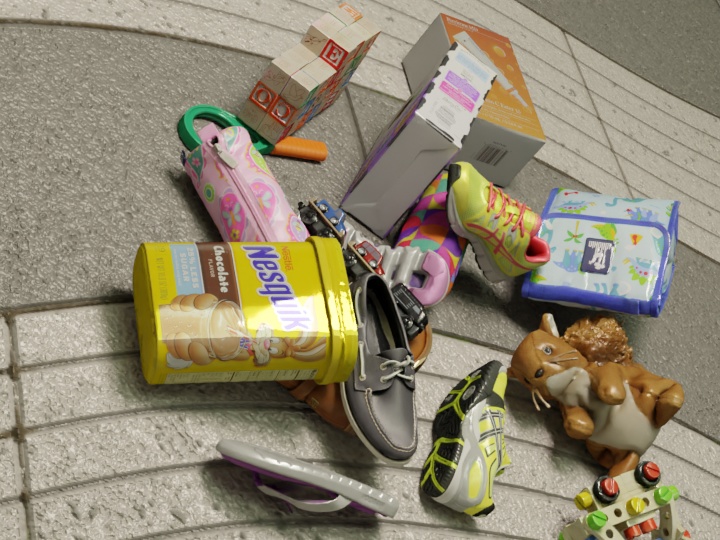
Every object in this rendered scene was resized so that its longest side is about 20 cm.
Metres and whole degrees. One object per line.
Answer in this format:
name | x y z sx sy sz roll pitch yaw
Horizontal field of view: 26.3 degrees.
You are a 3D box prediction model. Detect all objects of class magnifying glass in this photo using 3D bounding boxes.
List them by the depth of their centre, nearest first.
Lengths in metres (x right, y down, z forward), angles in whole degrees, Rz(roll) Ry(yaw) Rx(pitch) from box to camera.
magnifying glass | -0.123 -0.150 1.795 0.199 0.022 0.080 4 50 -37

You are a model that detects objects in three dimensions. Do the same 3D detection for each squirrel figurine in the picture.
squirrel figurine | 0.263 0.131 1.791 0.186 0.142 0.200 30 23 1

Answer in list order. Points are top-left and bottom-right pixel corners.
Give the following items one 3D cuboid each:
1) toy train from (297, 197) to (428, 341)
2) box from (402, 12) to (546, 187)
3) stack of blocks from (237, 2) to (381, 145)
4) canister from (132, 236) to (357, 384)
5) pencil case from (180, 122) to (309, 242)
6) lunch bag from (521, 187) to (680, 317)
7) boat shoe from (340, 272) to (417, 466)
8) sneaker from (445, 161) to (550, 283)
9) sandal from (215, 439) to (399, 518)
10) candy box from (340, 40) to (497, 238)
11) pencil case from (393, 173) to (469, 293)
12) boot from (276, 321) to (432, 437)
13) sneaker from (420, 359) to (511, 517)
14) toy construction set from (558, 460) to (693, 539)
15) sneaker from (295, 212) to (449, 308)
toy train | 0.003 -0.007 1.640 0.046 0.034 0.200 -35 69 -19
box | 0.150 -0.228 2.053 0.124 0.098 0.201 14 44 -32
stack of blocks | -0.059 -0.238 1.840 0.058 0.115 0.200 37 31 4
canister | -0.115 0.040 1.503 0.199 0.087 0.149 -1 59 -19
pencil case | -0.116 -0.062 1.651 0.087 0.087 0.201 -9 62 -46
lunch bag | 0.298 -0.013 1.896 0.169 0.128 0.200 7 33 16
boat shoe | 0.020 0.095 1.538 0.072 0.063 0.201 3 58 -31
sneaker | 0.161 -0.063 1.781 0.200 0.090 0.079 49 41 -47
sandal | -0.049 0.210 1.465 0.202 0.082 0.050 23 83 -26
candy box | 0.072 -0.160 1.854 0.071 0.168 0.200 36 37 -6
pencil case | 0.087 -0.038 1.822 0.088 0.088 0.200 37 34 -7
boot | -0.013 0.085 1.623 0.155 0.077 0.201 30 45 -9
sneaker | 0.123 0.181 1.647 0.076 0.075 0.200 39 46 -15
toy construction set | 0.295 0.285 1.665 0.199 0.092 0.132 -6 65 -46
sneaker | 0.000 0.000 1.708 0.199 0.089 0.081 20 75 6
